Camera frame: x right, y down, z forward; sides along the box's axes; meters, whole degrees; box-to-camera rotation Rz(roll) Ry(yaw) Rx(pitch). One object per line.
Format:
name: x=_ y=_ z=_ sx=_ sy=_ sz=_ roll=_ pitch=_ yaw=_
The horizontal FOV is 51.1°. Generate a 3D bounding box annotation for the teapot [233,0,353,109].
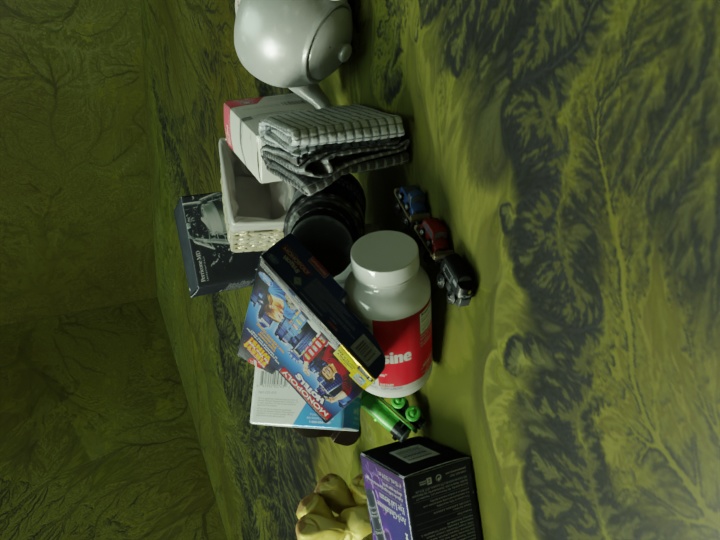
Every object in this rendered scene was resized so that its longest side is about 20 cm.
teapot: x=-0.075 y=-0.344 z=1.072 sx=0.145 sy=0.200 sz=0.200 roll=30 pitch=97 yaw=15

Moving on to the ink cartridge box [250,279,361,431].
ink cartridge box: x=-0.070 y=0.121 z=1.076 sx=0.085 sy=0.142 sz=0.204 roll=34 pitch=-122 yaw=-67

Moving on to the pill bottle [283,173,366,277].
pill bottle: x=-0.048 y=-0.065 z=1.032 sx=0.201 sy=0.109 sz=0.114 roll=-88 pitch=-2 yaw=-68

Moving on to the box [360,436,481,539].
box: x=0.085 y=0.346 z=1.020 sx=0.148 sy=0.102 sz=0.204 roll=176 pitch=85 yaw=-67

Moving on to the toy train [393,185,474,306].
toy train: x=0.089 y=-0.040 z=0.939 sx=0.046 sy=0.034 sz=0.202 roll=108 pitch=145 yaw=-43

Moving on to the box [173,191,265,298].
box: x=-0.290 y=-0.064 z=1.653 sx=0.124 sy=0.193 sz=0.204 roll=150 pitch=108 yaw=-67

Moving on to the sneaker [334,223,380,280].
sneaker: x=0.000 y=0.000 z=1.152 sx=0.200 sy=0.073 sz=0.089 roll=135 pitch=134 yaw=-56

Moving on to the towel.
towel: x=-0.040 y=-0.171 z=1.031 sx=0.200 sy=0.163 sz=0.087 roll=-144 pitch=45 yaw=-62

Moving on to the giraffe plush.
giraffe plush: x=-0.002 y=0.459 z=1.266 sx=0.197 sy=0.172 sz=0.165 roll=5 pitch=119 yaw=32

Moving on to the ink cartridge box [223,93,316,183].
ink cartridge box: x=-0.134 y=-0.226 z=1.262 sx=0.200 sy=0.144 sz=0.084 roll=-132 pitch=37 yaw=-53

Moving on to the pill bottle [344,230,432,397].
pill bottle: x=0.037 y=0.056 z=0.967 sx=0.113 sy=0.110 sz=0.203 roll=-127 pitch=25 yaw=-49

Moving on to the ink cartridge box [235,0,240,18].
ink cartridge box: x=-0.151 y=-0.439 z=1.295 sx=0.200 sy=0.083 sz=0.149 roll=-131 pitch=38 yaw=-53

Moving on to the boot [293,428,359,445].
boot: x=-0.102 y=0.221 z=1.373 sx=0.064 sy=0.186 sz=0.200 roll=-46 pitch=39 yaw=6

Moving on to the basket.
basket: x=-0.203 y=-0.145 z=1.463 sx=0.124 sy=0.133 sz=0.203 roll=114 pitch=147 yaw=-58

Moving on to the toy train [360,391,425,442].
toy train: x=0.010 y=0.173 z=1.101 sx=0.199 sy=0.057 sz=0.042 roll=39 pitch=172 yaw=23

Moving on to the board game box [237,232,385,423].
board game box: x=-0.076 y=0.089 z=0.968 sx=0.200 sy=0.062 sz=0.200 roll=47 pitch=140 yaw=3
